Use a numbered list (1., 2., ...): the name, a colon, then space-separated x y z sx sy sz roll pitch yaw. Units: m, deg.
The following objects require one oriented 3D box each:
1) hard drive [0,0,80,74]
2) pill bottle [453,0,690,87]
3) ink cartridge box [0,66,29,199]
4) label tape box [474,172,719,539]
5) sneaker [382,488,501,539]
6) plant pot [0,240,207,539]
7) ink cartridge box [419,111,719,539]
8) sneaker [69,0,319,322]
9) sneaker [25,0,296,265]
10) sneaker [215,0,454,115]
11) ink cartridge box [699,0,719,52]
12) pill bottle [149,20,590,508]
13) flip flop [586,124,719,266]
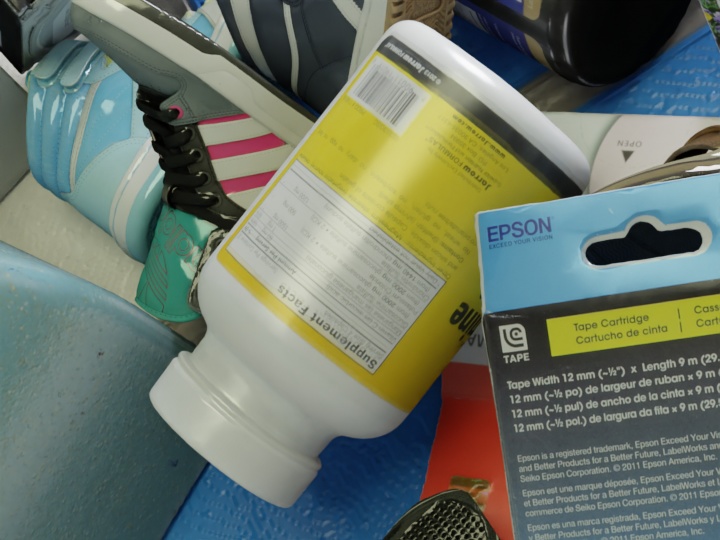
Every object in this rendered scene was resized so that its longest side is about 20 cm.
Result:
1. hard drive: -0.110 -0.188 1.023 0.200 0.140 0.038 -43 91 -12
2. pill bottle: 0.063 -0.180 0.968 0.200 0.112 0.112 36 82 32
3. ink cartridge box: -0.297 -0.108 1.067 0.146 0.147 0.200 -47 57 -4
4. label tape box: 0.132 0.066 0.797 0.142 0.066 0.202 -9 86 20
5. sneaker: -0.010 0.176 0.834 0.080 0.086 0.201 33 81 30
6. plant pot: -0.211 0.062 0.913 0.195 0.200 0.197 23 75 31
7. ink cartridge box: 0.110 0.026 0.883 0.161 0.057 0.201 4 62 25
8. sneaker: -0.079 -0.040 0.929 0.121 0.199 0.084 -53 21 1
9. sneaker: -0.102 -0.112 1.026 0.130 0.080 0.201 26 77 30
10. sneaker: -0.006 -0.161 0.909 0.108 0.201 0.070 30 35 29
11. ink cartridge box: 0.182 -0.166 0.856 0.050 0.200 0.110 14 71 29
12. pill bottle: 0.000 0.000 0.859 0.112 0.112 0.200 40 94 33
13. flip flop: 0.166 -0.036 0.828 0.199 0.081 0.058 -32 19 8
